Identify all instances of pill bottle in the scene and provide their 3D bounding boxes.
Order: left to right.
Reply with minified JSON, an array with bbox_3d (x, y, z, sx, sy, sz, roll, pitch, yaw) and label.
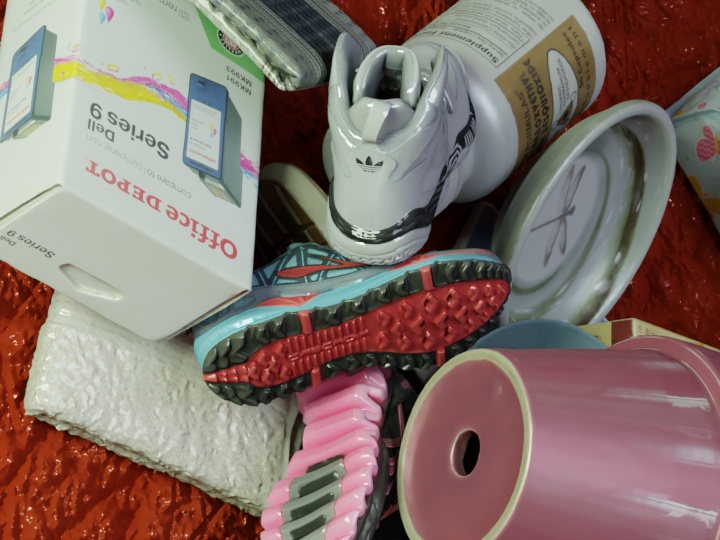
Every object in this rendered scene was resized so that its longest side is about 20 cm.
[{"bbox_3d":[0.068,-0.110,1.554,0.200,0.114,0.114,-41,107,-40],"label":"pill bottle"}]

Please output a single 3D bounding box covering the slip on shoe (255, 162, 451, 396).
[{"bbox_3d":[0.000,0.000,1.491,0.200,0.076,0.061,52,56,-24],"label":"slip on shoe"}]

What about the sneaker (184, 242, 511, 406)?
[{"bbox_3d":[-0.009,0.009,1.392,0.200,0.079,0.096,-11,43,-16],"label":"sneaker"}]

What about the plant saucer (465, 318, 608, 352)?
[{"bbox_3d":[0.108,0.132,1.508,0.201,0.039,0.201,4,84,-35],"label":"plant saucer"}]

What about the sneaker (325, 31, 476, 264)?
[{"bbox_3d":[0.028,-0.104,1.385,0.200,0.075,0.115,-70,167,-48],"label":"sneaker"}]

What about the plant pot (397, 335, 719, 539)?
[{"bbox_3d":[0.129,0.127,1.376,0.179,0.200,0.200,15,70,-33],"label":"plant pot"}]

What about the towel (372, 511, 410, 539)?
[{"bbox_3d":[0.055,0.184,1.518,0.200,0.049,0.112,4,77,-42],"label":"towel"}]

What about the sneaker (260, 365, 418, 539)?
[{"bbox_3d":[0.001,0.128,1.404,0.095,0.079,0.200,52,36,-34],"label":"sneaker"}]

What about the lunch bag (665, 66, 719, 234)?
[{"bbox_3d":[0.351,-0.102,1.805,0.200,0.127,0.170,-40,105,-30],"label":"lunch bag"}]

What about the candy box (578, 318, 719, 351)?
[{"bbox_3d":[0.225,0.110,1.660,0.200,0.055,0.116,18,69,-50],"label":"candy box"}]

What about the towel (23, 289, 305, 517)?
[{"bbox_3d":[-0.108,0.060,1.408,0.200,0.034,0.133,27,62,-35],"label":"towel"}]

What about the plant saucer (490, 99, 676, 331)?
[{"bbox_3d":[0.140,-0.032,1.586,0.200,0.050,0.200,-39,145,-34],"label":"plant saucer"}]

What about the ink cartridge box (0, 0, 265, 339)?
[{"bbox_3d":[-0.136,-0.081,1.352,0.145,0.087,0.200,31,48,-34],"label":"ink cartridge box"}]

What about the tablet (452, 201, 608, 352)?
[{"bbox_3d":[0.124,0.059,1.634,0.200,0.014,0.130,43,55,-26],"label":"tablet"}]

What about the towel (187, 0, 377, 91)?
[{"bbox_3d":[-0.088,-0.179,1.390,0.200,0.035,0.193,43,17,3],"label":"towel"}]
